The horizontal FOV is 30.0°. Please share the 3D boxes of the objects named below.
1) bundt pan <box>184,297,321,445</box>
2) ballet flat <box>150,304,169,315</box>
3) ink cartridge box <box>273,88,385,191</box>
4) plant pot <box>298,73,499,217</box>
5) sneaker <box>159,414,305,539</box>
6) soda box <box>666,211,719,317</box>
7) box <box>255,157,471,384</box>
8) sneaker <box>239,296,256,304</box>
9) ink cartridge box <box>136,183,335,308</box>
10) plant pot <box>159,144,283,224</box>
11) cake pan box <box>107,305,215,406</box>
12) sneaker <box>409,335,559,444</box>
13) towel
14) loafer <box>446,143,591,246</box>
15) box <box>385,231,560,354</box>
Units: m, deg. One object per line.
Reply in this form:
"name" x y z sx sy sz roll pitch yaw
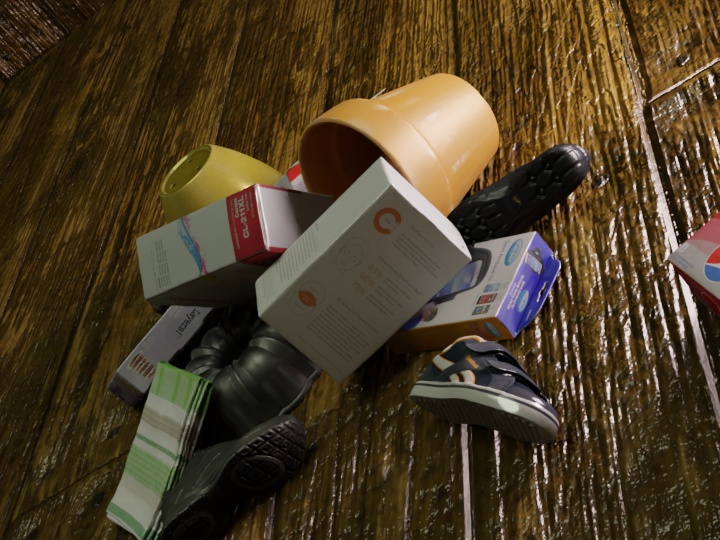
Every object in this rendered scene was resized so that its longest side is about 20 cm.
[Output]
"bundt pan" -0.137 0.110 1.610 0.202 0.076 0.202 -32 30 21
"ballet flat" -0.240 -0.010 1.842 0.200 0.046 0.067 -50 1 38
"ink cartridge box" -0.036 -0.155 1.791 0.160 0.047 0.200 -43 5 -17
"plant pot" 0.060 -0.135 1.588 0.183 0.200 0.200 -39 22 -30
"sneaker" -0.147 0.216 1.462 0.200 0.076 0.091 -39 33 7
"soda box" 0.336 0.023 1.103 0.070 0.063 0.200 -42 26 3
"box" 0.000 0.000 1.439 0.200 0.124 0.098 -44 20 12
"sneaker" -0.080 -0.003 1.687 0.082 0.075 0.200 -22 9 -38
"ink cartridge box" -0.142 -0.025 1.571 0.200 0.146 0.083 -20 75 34
"plant pot" -0.202 -0.097 1.920 0.200 0.142 0.200 -32 30 21
"cake pan box" -0.245 0.082 1.753 0.200 0.052 0.184 -51 6 -16
"sneaker" 0.123 0.105 1.258 0.079 0.078 0.200 -58 28 -14
"towel" -0.240 0.210 1.573 0.149 0.031 0.200 10 82 58
"loafer" 0.170 -0.072 1.477 0.200 0.068 0.070 -35 -9 31
"box" 0.118 0.024 1.426 0.200 0.041 0.119 -14 39 48
